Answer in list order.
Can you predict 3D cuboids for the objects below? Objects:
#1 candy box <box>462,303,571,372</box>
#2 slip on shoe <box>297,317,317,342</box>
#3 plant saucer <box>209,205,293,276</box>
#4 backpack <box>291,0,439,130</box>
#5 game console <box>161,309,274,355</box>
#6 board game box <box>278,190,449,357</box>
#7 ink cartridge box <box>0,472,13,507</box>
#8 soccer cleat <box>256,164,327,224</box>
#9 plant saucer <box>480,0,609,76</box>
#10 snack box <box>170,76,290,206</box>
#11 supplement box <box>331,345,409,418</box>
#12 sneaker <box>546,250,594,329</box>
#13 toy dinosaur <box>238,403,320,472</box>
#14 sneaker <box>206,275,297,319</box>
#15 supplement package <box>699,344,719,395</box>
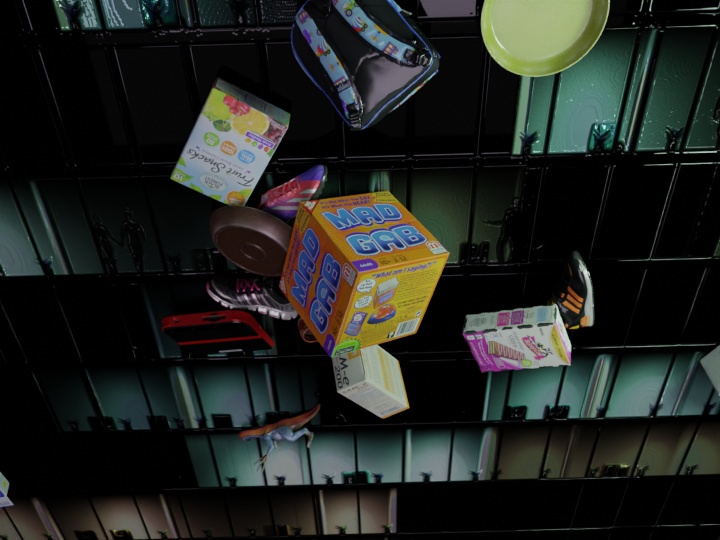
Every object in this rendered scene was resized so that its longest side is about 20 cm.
[{"bbox_3d":[0.337,0.149,1.479,0.200,0.061,0.136,-10,129,27],"label":"candy box"},{"bbox_3d":[-0.037,0.118,1.480,0.200,0.061,0.074,-8,126,4],"label":"slip on shoe"},{"bbox_3d":[-0.201,-0.047,1.315,0.200,0.035,0.200,15,148,10],"label":"plant saucer"},{"bbox_3d":[0.001,-0.344,1.068,0.183,0.135,0.200,-39,93,23],"label":"backpack"},{"bbox_3d":[-0.304,0.135,1.468,0.200,0.031,0.177,-6,153,12],"label":"game console"},{"bbox_3d":[0.000,0.000,1.254,0.200,0.200,0.200,-11,136,-34],"label":"board game box"},{"bbox_3d":[-1.050,0.562,1.825,0.197,0.047,0.200,-8,129,4],"label":"ink cartridge box"},{"bbox_3d":[-0.140,-0.133,1.278,0.073,0.068,0.200,32,125,-28],"label":"soccer cleat"},{"bbox_3d":[0.289,-0.409,1.091,0.200,0.031,0.200,0,128,0],"label":"plant saucer"},{"bbox_3d":[-0.231,-0.219,1.218,0.142,0.053,0.200,25,124,-18],"label":"snack box"},{"bbox_3d":[0.020,0.228,1.492,0.073,0.126,0.200,-26,142,19],"label":"supplement box"},{"bbox_3d":[0.430,0.051,1.428,0.090,0.070,0.200,-15,129,7],"label":"sneaker"},{"bbox_3d":[-0.207,0.396,1.710,0.181,0.105,0.200,16,90,3],"label":"toy dinosaur"},{"bbox_3d":[-0.212,0.037,1.408,0.200,0.074,0.087,16,124,-16],"label":"sneaker"},{"bbox_3d":[0.902,0.245,1.562,0.200,0.110,0.114,24,124,-19],"label":"supplement package"}]
